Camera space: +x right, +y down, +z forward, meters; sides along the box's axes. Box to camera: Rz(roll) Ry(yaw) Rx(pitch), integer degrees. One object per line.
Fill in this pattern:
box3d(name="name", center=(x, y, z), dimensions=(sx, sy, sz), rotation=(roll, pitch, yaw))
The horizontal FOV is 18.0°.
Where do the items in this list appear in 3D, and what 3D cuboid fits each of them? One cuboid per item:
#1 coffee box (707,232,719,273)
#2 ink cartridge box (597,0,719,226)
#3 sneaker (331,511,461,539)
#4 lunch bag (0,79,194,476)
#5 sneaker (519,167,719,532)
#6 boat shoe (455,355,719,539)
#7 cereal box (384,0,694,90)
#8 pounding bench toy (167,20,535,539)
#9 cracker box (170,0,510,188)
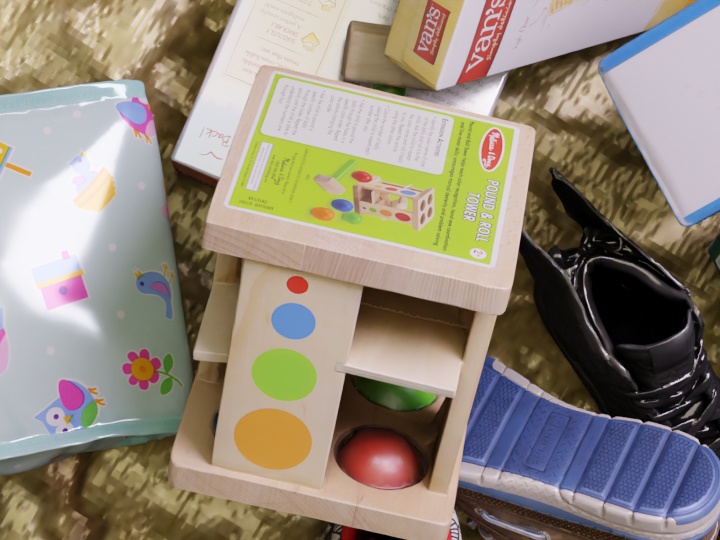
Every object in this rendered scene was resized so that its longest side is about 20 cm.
box3d(name="coffee box", center=(0.258, 0.049, 1.048), dimensions=(0.122, 0.044, 0.201), rotation=(-19, 69, -25))
box3d(name="ink cartridge box", center=(0.203, -0.097, 1.019), dimensions=(0.146, 0.200, 0.085), rotation=(-31, 88, 18))
box3d(name="sneaker", center=(0.009, 0.190, 1.022), dimensions=(0.067, 0.108, 0.202), rotation=(5, 65, 5))
box3d(name="lunch bag", center=(-0.188, 0.010, 1.029), dimensions=(0.199, 0.122, 0.171), rotation=(-6, 85, -22))
box3d(name="sneaker", center=(0.135, 0.043, 1.070), dimensions=(0.060, 0.104, 0.200), rotation=(-38, 89, -7))
box3d(name="boat shoe", center=(0.072, 0.097, 1.072), dimensions=(0.199, 0.073, 0.072), rotation=(21, 51, 23))
box3d(name="cereal box", center=(0.103, -0.166, 1.022), dimensions=(0.039, 0.200, 0.144), rotation=(36, 126, 28))
box3d(name="pounding bench toy", center=(0.000, 0.000, 1.011), dimensions=(0.124, 0.200, 0.157), rotation=(12, 126, 1))
box3d(name="cracker box", center=(0.007, -0.115, 1.096), dimensions=(0.133, 0.058, 0.201), rotation=(23, 85, -2))
